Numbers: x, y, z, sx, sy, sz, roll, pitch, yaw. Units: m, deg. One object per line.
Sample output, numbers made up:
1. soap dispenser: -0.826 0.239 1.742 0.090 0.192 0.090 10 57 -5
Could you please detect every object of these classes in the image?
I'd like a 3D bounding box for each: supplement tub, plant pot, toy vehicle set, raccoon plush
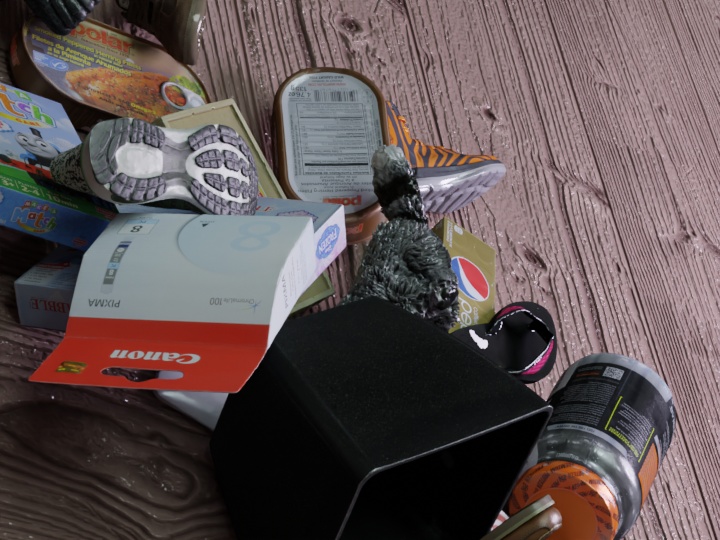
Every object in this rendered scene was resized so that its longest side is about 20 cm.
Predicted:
1. supplement tub: 0.208 0.171 1.867 0.122 0.122 0.200 44 34 -3
2. plant pot: -0.004 0.137 1.606 0.198 0.201 0.178 -16 54 -39
3. toy vehicle set: -0.105 -0.050 1.796 0.201 0.026 0.124 62 29 4
4. raccoon plush: 0.000 0.000 1.812 0.133 0.097 0.201 -14 61 -16

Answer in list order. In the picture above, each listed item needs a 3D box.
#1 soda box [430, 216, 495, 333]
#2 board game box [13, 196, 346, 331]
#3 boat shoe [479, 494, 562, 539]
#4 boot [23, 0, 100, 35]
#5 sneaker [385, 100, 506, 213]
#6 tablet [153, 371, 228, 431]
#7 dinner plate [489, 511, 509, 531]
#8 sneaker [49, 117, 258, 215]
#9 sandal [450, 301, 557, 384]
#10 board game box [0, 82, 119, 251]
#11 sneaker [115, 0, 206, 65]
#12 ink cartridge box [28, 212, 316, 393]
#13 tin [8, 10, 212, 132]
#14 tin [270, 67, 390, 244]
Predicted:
1. soda box: 0.081 0.049 1.905 0.067 0.064 0.201 32 38 -23
2. board game box: -0.139 -0.005 1.638 0.198 0.041 0.200 7 28 23
3. boat shoe: 0.094 0.253 1.598 0.068 0.200 0.072 52 28 14
4. boot: -0.264 -0.322 1.789 0.157 0.079 0.212 36 64 -19
5. sneaker: 0.059 -0.117 2.035 0.199 0.078 0.113 -10 64 -50
6. tablet: -0.081 0.105 1.723 0.199 0.014 0.131 32 38 -20
7. dinner plate: 0.142 0.293 1.704 0.200 0.024 0.202 -24 90 -81
8. sneaker: -0.160 -0.078 1.609 0.199 0.088 0.078 12 78 -49
9. sandal: 0.139 0.066 1.855 0.200 0.045 0.076 -16 76 -60
10. board game box: -0.282 -0.094 1.633 0.150 0.037 0.200 18 23 -35
11. sneaker: -0.185 -0.234 1.870 0.075 0.071 0.200 6 16 -13
12. ink cartridge box: -0.134 0.019 1.486 0.159 0.048 0.200 2 26 15
13. tin: -0.220 -0.166 1.824 0.199 0.042 0.113 19 47 -35
14. tin: -0.027 -0.111 1.924 0.111 0.042 0.201 -3 51 -4
